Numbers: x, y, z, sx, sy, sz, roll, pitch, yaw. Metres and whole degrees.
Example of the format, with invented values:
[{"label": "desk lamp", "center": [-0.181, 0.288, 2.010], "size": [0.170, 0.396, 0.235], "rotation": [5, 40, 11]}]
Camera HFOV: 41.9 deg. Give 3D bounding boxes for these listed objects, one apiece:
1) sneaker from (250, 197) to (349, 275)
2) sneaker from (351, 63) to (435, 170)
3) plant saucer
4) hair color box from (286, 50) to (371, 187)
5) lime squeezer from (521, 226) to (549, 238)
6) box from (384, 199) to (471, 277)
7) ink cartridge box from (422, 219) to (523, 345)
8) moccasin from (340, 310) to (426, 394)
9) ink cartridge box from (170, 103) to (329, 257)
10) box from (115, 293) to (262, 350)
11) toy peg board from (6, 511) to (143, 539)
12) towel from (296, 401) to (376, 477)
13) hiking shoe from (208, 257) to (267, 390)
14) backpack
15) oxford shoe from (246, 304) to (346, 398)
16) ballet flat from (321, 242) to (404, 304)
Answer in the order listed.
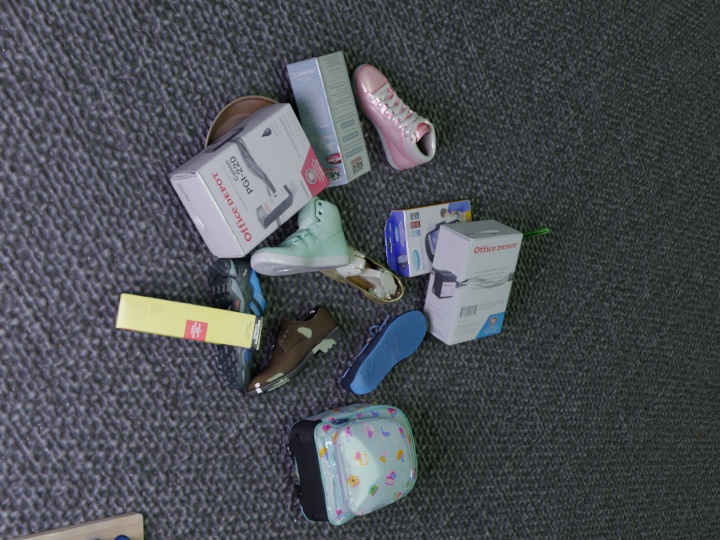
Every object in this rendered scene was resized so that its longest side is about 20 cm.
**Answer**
[{"label": "sneaker", "center": [-0.102, -0.058, 1.460], "size": [0.199, 0.073, 0.120], "rotation": [-5, 83, -51]}, {"label": "sneaker", "center": [0.066, -0.267, 1.610], "size": [0.075, 0.104, 0.202], "rotation": [-41, 115, -30]}, {"label": "plant saucer", "center": [-0.165, -0.167, 1.457], "size": [0.199, 0.036, 0.203], "rotation": [-1, 92, -40]}, {"label": "hair color box", "center": [-0.049, -0.244, 1.519], "size": [0.099, 0.060, 0.203], "rotation": [-37, 115, -59]}, {"label": "lime squeezer", "center": [0.265, -0.038, 1.814], "size": [0.198, 0.071, 0.038], "rotation": [-30, 136, -5]}, {"label": "box", "center": [0.127, -0.059, 1.707], "size": [0.198, 0.041, 0.121], "rotation": [-13, 99, -42]}, {"label": "ink cartridge box", "center": [0.201, 0.018, 1.702], "size": [0.144, 0.083, 0.203], "rotation": [-8, 117, -39]}, {"label": "moccasin", "center": [0.033, 0.132, 1.615], "size": [0.199, 0.068, 0.081], "rotation": [-37, 106, -35]}, {"label": "ink cartridge box", "center": [-0.160, -0.133, 1.385], "size": [0.200, 0.084, 0.147], "rotation": [-42, 116, -30]}, {"label": "box", "center": [-0.241, 0.072, 1.324], "size": [0.197, 0.075, 0.051], "rotation": [11, 84, -16]}, {"label": "toy peg board", "center": [-0.363, 0.451, 1.259], "size": [0.198, 0.097, 0.202], "rotation": [-3, 93, -41]}, {"label": "towel", "center": [-0.024, 0.315, 1.602], "size": [0.199, 0.018, 0.087], "rotation": [-37, 108, -33]}, {"label": "hiking shoe", "center": [-0.174, 0.079, 1.429], "size": [0.086, 0.074, 0.203], "rotation": [-5, 94, -39]}, {"label": "backpack", "center": [0.002, 0.303, 1.521], "size": [0.199, 0.152, 0.178], "rotation": [-11, 89, -43]}, {"label": "oxford shoe", "center": [-0.118, 0.126, 1.492], "size": [0.200, 0.072, 0.085], "rotation": [-41, 99, -34]}, {"label": "ballet flat", "center": [0.000, 0.000, 1.582], "size": [0.199, 0.070, 0.071], "rotation": [33, 70, -36]}]
